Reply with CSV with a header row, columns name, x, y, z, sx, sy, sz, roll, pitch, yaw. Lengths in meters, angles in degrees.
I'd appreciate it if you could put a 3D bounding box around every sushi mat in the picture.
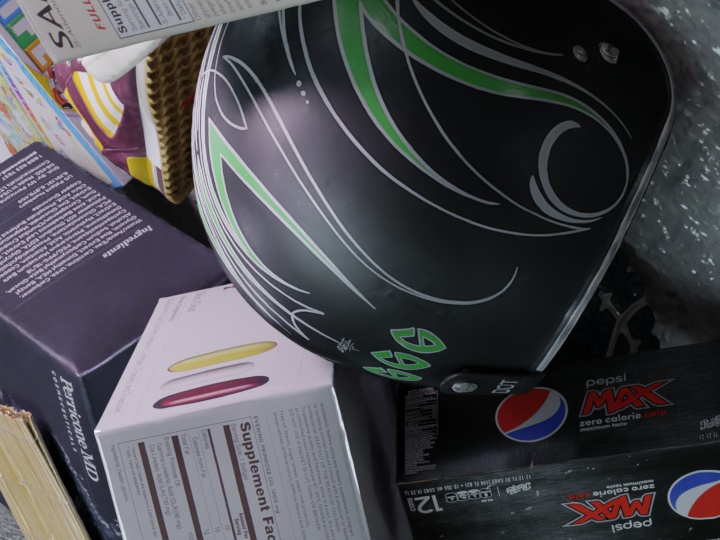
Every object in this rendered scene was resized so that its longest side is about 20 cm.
name,x,y,z,sx,sy,sz,roll,pitch,yaw
sushi mat,-0.172,0.157,1.291,0.095,0.012,0.201,15,133,55

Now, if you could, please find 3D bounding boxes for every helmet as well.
name,x,y,z,sx,sy,sz,roll,pitch,yaw
helmet,0.019,-0.056,0.971,0.190,0.201,0.200,27,152,-4

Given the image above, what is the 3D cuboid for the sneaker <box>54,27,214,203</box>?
name,x,y,z,sx,sy,sz,roll,pitch,yaw
sneaker,-0.124,-0.116,1.184,0.090,0.075,0.201,29,148,17

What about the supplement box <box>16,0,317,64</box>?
name,x,y,z,sx,sy,sz,roll,pitch,yaw
supplement box,-0.034,-0.161,0.878,0.199,0.126,0.074,-9,125,29

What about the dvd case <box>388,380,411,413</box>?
name,x,y,z,sx,sy,sz,roll,pitch,yaw
dvd case,0.034,0.094,1.171,0.200,0.016,0.149,38,133,28

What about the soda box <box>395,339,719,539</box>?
name,x,y,z,sx,sy,sz,roll,pitch,yaw
soda box,0.118,0.083,1.024,0.198,0.064,0.071,-8,133,10

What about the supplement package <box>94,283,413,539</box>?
name,x,y,z,sx,sy,sz,roll,pitch,yaw
supplement package,-0.041,0.102,1.073,0.200,0.110,0.157,-80,-22,-74

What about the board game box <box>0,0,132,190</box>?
name,x,y,z,sx,sy,sz,roll,pitch,yaw
board game box,-0.219,-0.124,1.344,0.200,0.034,0.134,52,151,-13

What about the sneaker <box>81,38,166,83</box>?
name,x,y,z,sx,sy,sz,roll,pitch,yaw
sneaker,-0.097,-0.179,1.025,0.111,0.077,0.200,44,134,-3

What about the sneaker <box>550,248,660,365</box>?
name,x,y,z,sx,sy,sz,roll,pitch,yaw
sneaker,0.067,0.003,1.110,0.200,0.078,0.086,39,167,21

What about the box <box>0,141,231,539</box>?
name,x,y,z,sx,sy,sz,roll,pitch,yaw
box,-0.154,0.063,1.302,0.199,0.117,0.198,30,143,40
